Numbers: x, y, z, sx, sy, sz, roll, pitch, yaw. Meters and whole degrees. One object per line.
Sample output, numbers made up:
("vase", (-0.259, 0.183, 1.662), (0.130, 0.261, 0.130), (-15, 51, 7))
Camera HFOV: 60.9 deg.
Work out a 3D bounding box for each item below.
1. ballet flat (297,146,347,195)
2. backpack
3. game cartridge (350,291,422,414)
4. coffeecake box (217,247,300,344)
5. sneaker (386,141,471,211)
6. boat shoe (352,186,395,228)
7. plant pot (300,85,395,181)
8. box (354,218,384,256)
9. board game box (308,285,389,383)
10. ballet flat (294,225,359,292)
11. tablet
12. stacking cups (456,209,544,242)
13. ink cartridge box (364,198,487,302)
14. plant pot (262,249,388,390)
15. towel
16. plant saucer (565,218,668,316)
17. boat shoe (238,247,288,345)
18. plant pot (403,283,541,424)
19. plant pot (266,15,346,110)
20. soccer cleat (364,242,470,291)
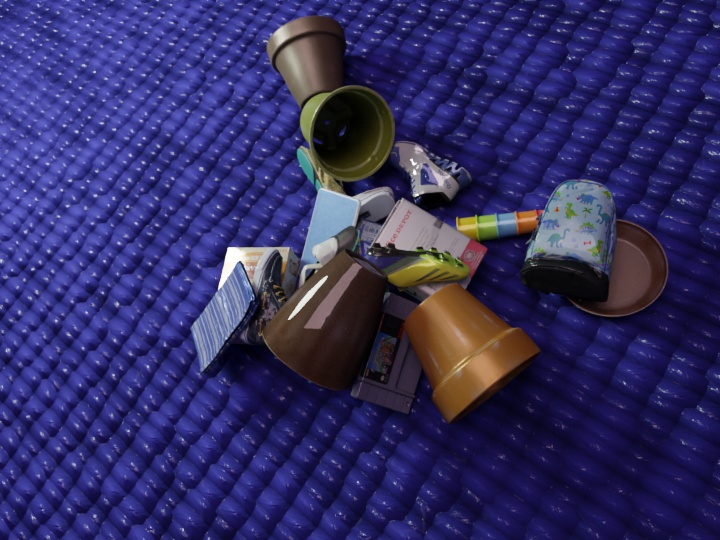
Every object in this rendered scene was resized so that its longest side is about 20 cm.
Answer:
("ballet flat", (-0.084, -0.217, 1.422), (0.070, 0.071, 0.201), (-30, 59, 2))
("backpack", (0.393, -0.066, 1.116), (0.162, 0.154, 0.201), (14, 57, 30))
("game cartridge", (0.065, 0.154, 1.136), (0.038, 0.129, 0.202), (6, 75, 55))
("coffeecake box", (-0.227, 0.055, 1.324), (0.152, 0.073, 0.202), (0, 66, 17))
("sneaker", (0.128, -0.197, 1.329), (0.198, 0.081, 0.116), (28, 74, 26))
("boat shoe", (-0.013, -0.124, 1.354), (0.198, 0.074, 0.066), (-20, 29, 14))
("plant pot", (-0.050, -0.322, 1.378), (0.200, 0.201, 0.184), (-40, 32, -4))
("box", (0.000, 0.000, 1.273), (0.064, 0.070, 0.202), (17, 70, 8))
("board game box", (-0.025, 0.123, 1.193), (0.198, 0.047, 0.152), (-13, 101, 11))
("ballet flat", (-0.075, -0.008, 1.245), (0.201, 0.068, 0.068), (-60, 37, 20))
("tablet", (-0.067, -0.066, 1.302), (0.130, 0.014, 0.202), (23, 101, 40))
("stacking cups", (0.296, -0.088, 1.237), (0.198, 0.061, 0.061), (-4, 63, 13))
("ink cartridge box", (0.124, -0.025, 1.208), (0.199, 0.085, 0.146), (32, 76, 4))
("plant pot", (-0.041, 0.072, 1.072), (0.187, 0.186, 0.201), (39, 101, 29))
("towel", (-0.280, 0.092, 1.234), (0.200, 0.024, 0.145), (-51, 42, 17))
("plant saucer", (0.467, -0.002, 1.150), (0.198, 0.037, 0.202), (-8, 63, 15))
("boat shoe", (-0.171, 0.056, 1.230), (0.090, 0.071, 0.202), (10, 75, 18))
("plant pot", (0.177, 0.131, 1.065), (0.200, 0.200, 0.184), (-37, 70, -2))
("plant pot", (-0.115, -0.490, 1.502), (0.198, 0.200, 0.176), (-17, 77, 9))
("soccer cleat", (0.103, 0.001, 1.136), (0.198, 0.065, 0.085), (7, 108, -4))
